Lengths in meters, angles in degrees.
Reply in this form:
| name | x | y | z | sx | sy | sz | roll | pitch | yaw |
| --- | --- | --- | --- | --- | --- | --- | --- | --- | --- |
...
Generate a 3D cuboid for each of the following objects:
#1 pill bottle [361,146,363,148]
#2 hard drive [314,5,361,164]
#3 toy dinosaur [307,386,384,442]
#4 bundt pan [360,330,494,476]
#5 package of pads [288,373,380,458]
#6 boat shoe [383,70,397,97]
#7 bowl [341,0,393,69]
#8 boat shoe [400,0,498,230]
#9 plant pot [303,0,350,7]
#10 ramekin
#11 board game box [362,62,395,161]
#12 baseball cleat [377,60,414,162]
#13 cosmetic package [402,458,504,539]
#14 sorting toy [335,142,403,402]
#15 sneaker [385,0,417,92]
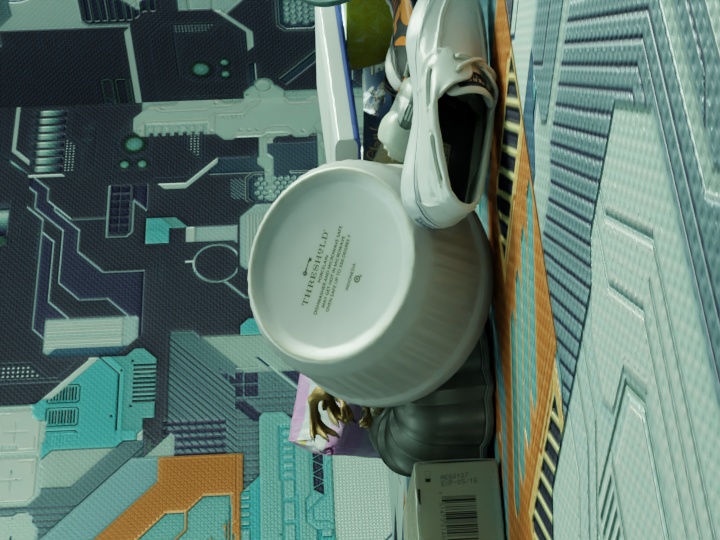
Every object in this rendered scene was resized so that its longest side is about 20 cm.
| name | x | y | z | sx | sy | sz | roll | pitch | yaw |
| --- | --- | --- | --- | --- | --- | --- | --- | --- | --- |
| pill bottle | 0.033 | -0.037 | 1.791 | 0.114 | 0.113 | 0.202 | 102 | 165 | -83 |
| hard drive | -0.022 | -0.150 | 1.489 | 0.133 | 0.025 | 0.201 | 90 | 174 | -50 |
| toy dinosaur | -0.025 | 0.085 | 1.363 | 0.200 | 0.060 | 0.107 | 34 | 121 | 45 |
| bundt pan | 0.044 | 0.088 | 1.357 | 0.202 | 0.075 | 0.204 | 174 | 90 | -72 |
| package of pads | 0.011 | 0.132 | 1.607 | 0.199 | 0.075 | 0.122 | 14 | -93 | -56 |
| boat shoe | 0.056 | -0.193 | 1.547 | 0.200 | 0.068 | 0.073 | -109 | 16 | -86 |
| bowl | 0.033 | -0.300 | 1.549 | 0.200 | 0.106 | 0.202 | 178 | 90 | -88 |
| boat shoe | 0.077 | -0.132 | 1.181 | 0.065 | 0.073 | 0.202 | -19 | 66 | 57 |
| plant pot | -0.047 | -0.367 | 1.341 | 0.196 | 0.199 | 0.201 | 38 | -146 | -37 |
| ramekin | 0.000 | 0.004 | 1.248 | 0.094 | 0.201 | 0.204 | 20 | -117 | -57 |
| board game box | 0.043 | -0.141 | 1.640 | 0.136 | 0.034 | 0.201 | 54 | -151 | -49 |
| baseball cleat | 0.070 | -0.139 | 1.308 | 0.200 | 0.069 | 0.107 | -43 | -22 | -76 |
| cosmetic package | 0.077 | 0.234 | 1.336 | 0.200 | 0.072 | 0.105 | 91 | 176 | -71 |
| sorting toy | 0.000 | 0.000 | 1.455 | 0.201 | 0.036 | 0.186 | 83 | -153 | -55 |
| sneaker | 0.064 | -0.260 | 1.383 | 0.112 | 0.077 | 0.202 | 111 | 159 | -57 |
